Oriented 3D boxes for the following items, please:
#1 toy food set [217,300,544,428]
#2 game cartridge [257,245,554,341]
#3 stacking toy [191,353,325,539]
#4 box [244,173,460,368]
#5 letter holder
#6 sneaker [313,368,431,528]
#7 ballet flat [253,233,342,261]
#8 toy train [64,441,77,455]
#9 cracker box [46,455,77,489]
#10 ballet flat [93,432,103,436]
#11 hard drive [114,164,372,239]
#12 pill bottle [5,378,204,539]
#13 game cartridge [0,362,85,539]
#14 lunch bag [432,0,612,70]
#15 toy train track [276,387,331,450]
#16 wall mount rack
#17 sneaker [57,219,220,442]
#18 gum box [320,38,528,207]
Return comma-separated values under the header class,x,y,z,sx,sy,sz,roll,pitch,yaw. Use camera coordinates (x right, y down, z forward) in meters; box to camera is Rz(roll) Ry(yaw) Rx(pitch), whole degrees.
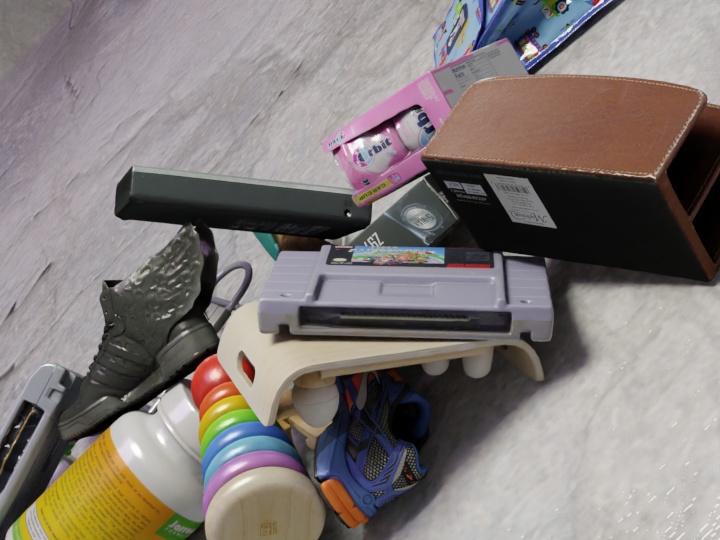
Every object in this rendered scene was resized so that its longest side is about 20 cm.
class,x,y,z,sx,sy,sz,roll,pitch,yaw
toy food set,0.011,0.062,1.084,0.198,0.061,0.143,-6,18,-17
game cartridge,0.034,0.013,1.081,0.198,0.039,0.130,1,21,4
stacking toy,-0.087,0.125,1.131,0.085,0.085,0.200,-42,33,11
box,0.000,0.000,1.237,0.200,0.044,0.160,-42,0,10
letter holder,0.169,-0.089,1.054,0.199,0.101,0.143,10,58,44
sneaker,0.016,0.105,1.127,0.078,0.076,0.201,-21,35,15
ballet flat,-0.056,-0.033,1.446,0.072,0.068,0.200,-27,25,-6
toy train,-0.231,0.109,1.472,0.056,0.042,0.200,-22,18,47
cracker box,-0.299,0.242,1.435,0.134,0.058,0.200,-52,26,-9
ballet flat,-0.224,0.088,1.563,0.200,0.046,0.067,-54,-7,-25
hard drive,-0.102,-0.055,1.293,0.139,0.198,0.033,167,108,-75
pill bottle,-0.188,0.188,1.268,0.200,0.111,0.111,-45,25,7
game cartridge,-0.297,0.176,1.330,0.201,0.041,0.133,-63,-8,-8
lunch bag,0.132,-0.235,1.422,0.200,0.094,0.151,-51,23,25
toy train track,-0.072,0.111,1.260,0.114,0.033,0.200,-24,26,-23
wall mount rack,-0.157,0.086,1.422,0.200,0.075,0.173,-53,28,-14
sneaker,-0.188,0.052,1.270,0.199,0.105,0.060,-33,-9,18
gum box,0.061,-0.122,1.267,0.113,0.066,0.200,-30,1,29
